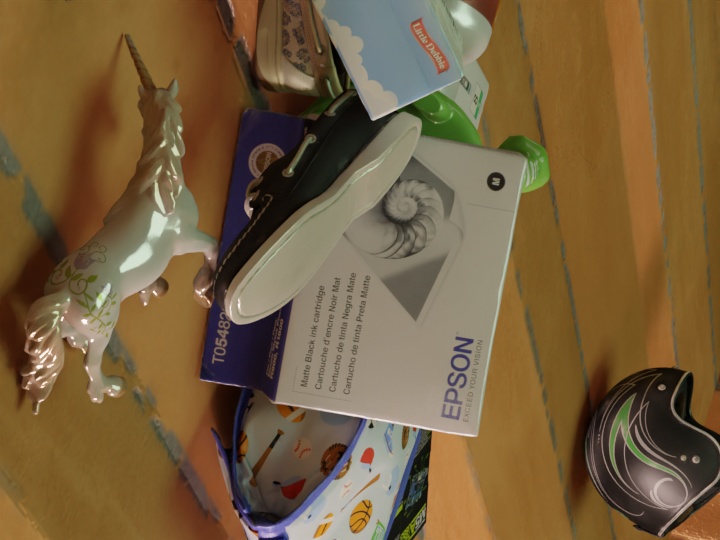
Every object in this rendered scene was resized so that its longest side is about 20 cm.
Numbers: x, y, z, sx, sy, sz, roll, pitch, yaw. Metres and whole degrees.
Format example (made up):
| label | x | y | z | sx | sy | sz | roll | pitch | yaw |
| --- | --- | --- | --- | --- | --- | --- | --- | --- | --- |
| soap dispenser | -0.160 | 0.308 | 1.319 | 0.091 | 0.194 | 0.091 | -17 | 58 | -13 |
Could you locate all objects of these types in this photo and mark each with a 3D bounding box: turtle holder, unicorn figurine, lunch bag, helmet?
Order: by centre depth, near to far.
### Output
| label | x | y | z | sx | sy | sz | roll | pitch | yaw |
| --- | --- | --- | --- | --- | --- | --- | --- | --- | --- |
| unicorn figurine | -0.133 | -0.016 | 1.057 | 0.138 | 0.074 | 0.200 | 83 | 24 | -49 |
| turtle holder | 0.032 | -0.083 | 1.318 | 0.141 | 0.185 | 0.132 | 60 | 5 | -9 |
| lunch bag | -0.034 | 0.143 | 1.336 | 0.170 | 0.123 | 0.201 | 74 | 26 | -53 |
| helmet | 0.394 | 0.233 | 2.408 | 0.200 | 0.191 | 0.200 | -37 | 162 | -14 |

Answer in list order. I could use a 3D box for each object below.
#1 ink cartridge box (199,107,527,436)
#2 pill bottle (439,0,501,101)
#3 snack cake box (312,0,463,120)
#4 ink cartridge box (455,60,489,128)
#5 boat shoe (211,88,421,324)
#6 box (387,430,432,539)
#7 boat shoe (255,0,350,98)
| label | x | y | z | sx | sy | sz | roll | pitch | yaw |
| --- | --- | --- | --- | --- | --- | --- | --- | --- | --- |
| ink cartridge box | 0.000 | 0.000 | 1.236 | 0.041 | 0.199 | 0.201 | -83 | -178 | -85 |
| pill bottle | 0.057 | -0.228 | 1.384 | 0.112 | 0.112 | 0.201 | 44 | 60 | -66 |
| snack cake box | -0.006 | -0.207 | 1.130 | 0.201 | 0.067 | 0.115 | 63 | 12 | -16 |
| ink cartridge box | 0.048 | -0.125 | 1.512 | 0.200 | 0.050 | 0.162 | 50 | 55 | -67 |
| boat shoe | -0.038 | -0.046 | 1.140 | 0.200 | 0.060 | 0.074 | -49 | 160 | -31 |
| box | 0.011 | 0.177 | 1.581 | 0.200 | 0.047 | 0.194 | -42 | 141 | -59 |
| boat shoe | -0.030 | -0.218 | 1.233 | 0.073 | 0.062 | 0.201 | -36 | 134 | -60 |
